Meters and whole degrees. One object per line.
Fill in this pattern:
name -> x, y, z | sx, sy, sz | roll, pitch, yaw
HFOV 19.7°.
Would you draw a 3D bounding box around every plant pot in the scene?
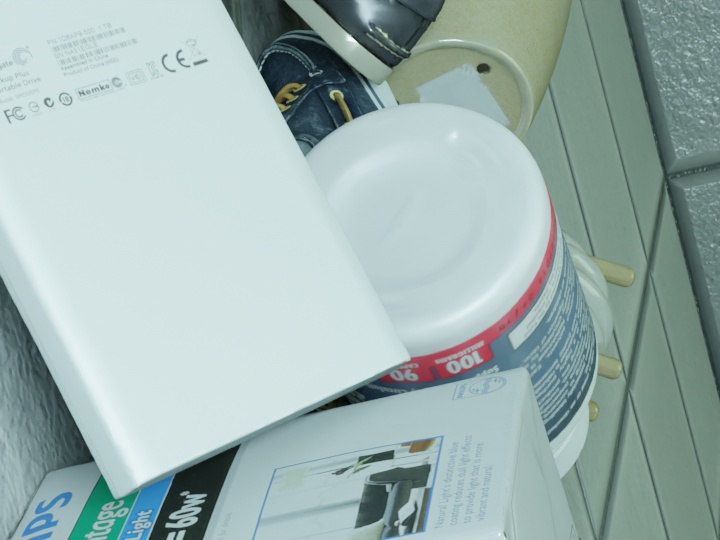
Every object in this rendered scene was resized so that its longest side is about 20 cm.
plant pot -> 0.045, -0.150, 1.191 | 0.200, 0.187, 0.187 | -94, 164, -50

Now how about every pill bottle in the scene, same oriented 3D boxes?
pill bottle -> 0.043, 0.026, 0.931 | 0.200, 0.120, 0.120 | 62, 22, -56

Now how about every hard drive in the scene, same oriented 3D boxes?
hard drive -> -0.079, -0.030, 0.765 | 0.132, 0.027, 0.200 | -23, 81, -37

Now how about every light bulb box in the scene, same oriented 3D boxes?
light bulb box -> -0.012, 0.165, 0.762 | 0.125, 0.200, 0.198 | -70, 145, -65

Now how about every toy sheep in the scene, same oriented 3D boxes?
toy sheep -> 0.118, 0.039, 1.464 | 0.200, 0.138, 0.138 | -75, 150, -48

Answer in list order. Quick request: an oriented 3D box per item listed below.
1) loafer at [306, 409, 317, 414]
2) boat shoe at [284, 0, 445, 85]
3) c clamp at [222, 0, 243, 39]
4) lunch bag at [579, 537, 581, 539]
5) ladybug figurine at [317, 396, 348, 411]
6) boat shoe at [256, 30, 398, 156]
loafer -> -0.048, 0.074, 0.843 | 0.073, 0.071, 0.200 | -120, -153, -52
boat shoe -> -0.037, -0.187, 1.065 | 0.200, 0.063, 0.073 | 48, 11, 4
c clamp -> -0.084, -0.114, 1.045 | 0.171, 0.027, 0.200 | 49, 33, -60
lunch bag -> 0.100, 0.216, 1.294 | 0.164, 0.118, 0.200 | 49, 26, -61
ladybug figurine -> -0.012, 0.067, 1.043 | 0.200, 0.072, 0.136 | 27, 68, -60
boat shoe -> -0.029, -0.070, 1.068 | 0.200, 0.091, 0.071 | 51, -52, 47
